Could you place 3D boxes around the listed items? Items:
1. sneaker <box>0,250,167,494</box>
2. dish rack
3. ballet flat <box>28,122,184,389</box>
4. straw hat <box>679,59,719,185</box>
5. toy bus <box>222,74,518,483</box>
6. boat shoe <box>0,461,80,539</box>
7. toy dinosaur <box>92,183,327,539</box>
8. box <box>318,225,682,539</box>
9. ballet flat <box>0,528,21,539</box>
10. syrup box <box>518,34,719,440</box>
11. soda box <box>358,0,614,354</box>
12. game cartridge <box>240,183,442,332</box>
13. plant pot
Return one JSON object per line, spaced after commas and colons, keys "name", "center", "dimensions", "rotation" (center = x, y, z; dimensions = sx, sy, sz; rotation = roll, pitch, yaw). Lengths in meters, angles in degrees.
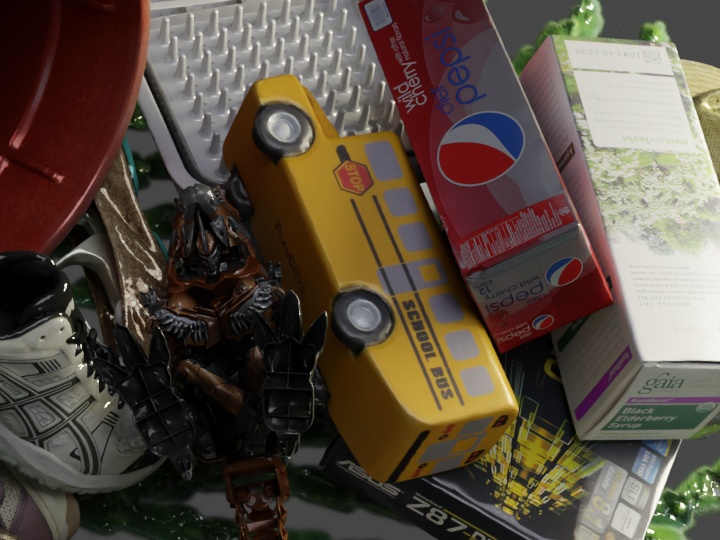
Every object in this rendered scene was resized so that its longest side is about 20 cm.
{"name": "sneaker", "center": [-0.146, 0.040, 1.054], "dimensions": [0.199, 0.088, 0.076], "rotation": [23, 34, -42]}
{"name": "dish rack", "center": [-0.049, -0.107, 1.260], "dimensions": [0.170, 0.044, 0.201], "rotation": [-11, 52, -21]}
{"name": "ballet flat", "center": [-0.138, -0.019, 1.182], "dimensions": [0.065, 0.071, 0.201], "rotation": [-15, 65, -25]}
{"name": "straw hat", "center": [0.224, -0.068, 1.344], "dimensions": [0.199, 0.085, 0.202], "rotation": [10, 58, -16]}
{"name": "toy bus", "center": [0.000, 0.000, 1.126], "dimensions": [0.078, 0.065, 0.201], "rotation": [-11, 64, -26]}
{"name": "boat shoe", "center": [-0.222, 0.071, 1.092], "dimensions": [0.200, 0.072, 0.065], "rotation": [44, 49, 1]}
{"name": "toy dinosaur", "center": [-0.054, 0.057, 1.092], "dimensions": [0.102, 0.136, 0.201], "rotation": [-32, 82, -2]}
{"name": "box", "center": [0.089, 0.059, 1.193], "dimensions": [0.161, 0.049, 0.201], "rotation": [32, 53, -3]}
{"name": "ballet flat", "center": [-0.239, 0.126, 1.002], "dimensions": [0.198, 0.046, 0.068], "rotation": [5, 54, -24]}
{"name": "syrup box", "center": [0.137, -0.017, 1.182], "dimensions": [0.078, 0.082, 0.201], "rotation": [1, 59, -23]}
{"name": "soda box", "center": [0.060, -0.061, 1.151], "dimensions": [0.063, 0.070, 0.201], "rotation": [-23, 49, 6]}
{"name": "game cartridge", "center": [0.019, 0.018, 1.242], "dimensions": [0.200, 0.041, 0.133], "rotation": [46, 51, 9]}
{"name": "plant pot", "center": [-0.237, -0.115, 1.112], "dimensions": [0.194, 0.202, 0.201], "rotation": [24, 50, 23]}
